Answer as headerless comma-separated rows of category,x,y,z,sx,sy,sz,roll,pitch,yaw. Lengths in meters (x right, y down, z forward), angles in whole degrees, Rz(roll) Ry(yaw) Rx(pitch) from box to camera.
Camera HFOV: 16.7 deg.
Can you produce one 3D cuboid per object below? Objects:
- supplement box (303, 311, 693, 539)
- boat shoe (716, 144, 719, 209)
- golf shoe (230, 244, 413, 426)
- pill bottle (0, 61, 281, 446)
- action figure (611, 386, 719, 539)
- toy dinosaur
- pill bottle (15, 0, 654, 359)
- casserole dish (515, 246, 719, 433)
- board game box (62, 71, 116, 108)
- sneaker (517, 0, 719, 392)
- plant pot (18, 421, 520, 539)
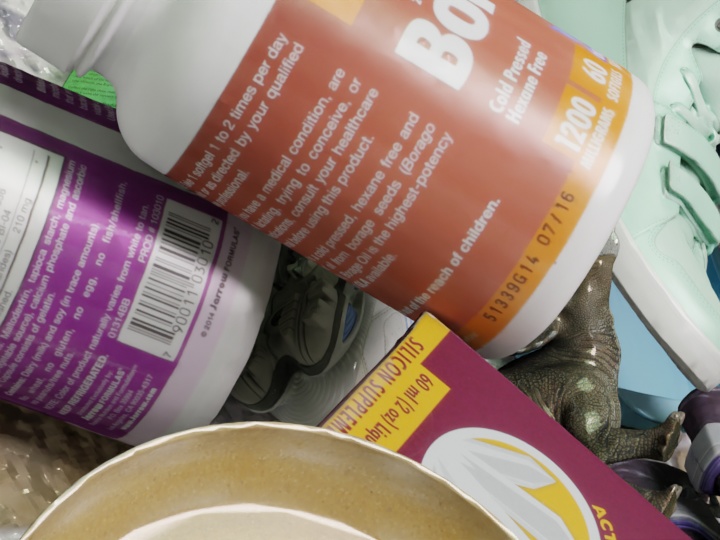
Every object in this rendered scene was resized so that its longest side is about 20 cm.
supplement box,0.054,0.125,0.788,0.200,0.086,0.110,40,38,4
boat shoe,0.220,-0.003,1.145,0.200,0.068,0.072,51,55,-16
golf shoe,0.000,0.000,0.998,0.097,0.078,0.201,41,38,-26
pill bottle,-0.137,-0.017,0.865,0.199,0.112,0.113,22,41,-18
action figure,0.156,0.129,0.929,0.069,0.130,0.201,19,31,-24
toy dinosaur,0.058,0.079,0.923,0.102,0.077,0.201,26,71,24
pill bottle,-0.010,-0.063,0.828,0.199,0.112,0.113,30,39,-10
casserole dish,0.104,-0.002,1.084,0.120,0.039,0.201,11,45,-28
board game box,-0.024,-0.062,0.969,0.199,0.024,0.105,8,46,19
sneaker,0.142,-0.055,1.006,0.074,0.118,0.201,48,20,-57
plant pot,-0.017,0.138,0.666,0.199,0.027,0.201,12,59,-20
